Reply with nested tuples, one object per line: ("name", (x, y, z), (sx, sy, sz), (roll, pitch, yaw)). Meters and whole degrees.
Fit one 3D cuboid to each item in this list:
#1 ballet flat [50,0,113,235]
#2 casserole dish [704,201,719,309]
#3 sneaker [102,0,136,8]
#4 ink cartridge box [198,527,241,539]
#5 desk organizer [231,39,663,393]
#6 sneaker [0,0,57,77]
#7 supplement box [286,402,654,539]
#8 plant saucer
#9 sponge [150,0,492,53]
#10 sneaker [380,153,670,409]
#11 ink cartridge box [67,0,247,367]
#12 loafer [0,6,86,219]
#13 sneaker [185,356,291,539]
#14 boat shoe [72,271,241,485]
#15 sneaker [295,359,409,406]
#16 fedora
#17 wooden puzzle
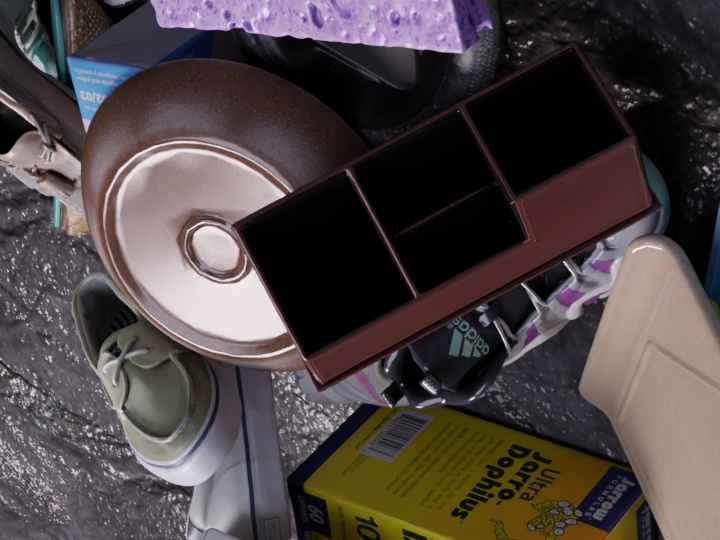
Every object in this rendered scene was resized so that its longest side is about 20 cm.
("ballet flat", (-0.161, -0.103, 1.262), (0.065, 0.071, 0.200), (-1, 139, -9))
("casserole dish", (0.218, 0.029, 1.012), (0.121, 0.039, 0.200), (-118, 23, -46))
("sneaker", (-0.195, -0.235, 1.169), (0.075, 0.087, 0.200), (-15, 111, 43))
("ink cartridge box", (-0.031, 0.246, 1.217), (0.144, 0.084, 0.200), (23, 161, 17))
("desk organizer", (0.043, -0.027, 1.006), (0.072, 0.200, 0.077), (62, -178, 29))
("sneaker", (-0.223, -0.154, 1.270), (0.088, 0.075, 0.200), (38, 155, -10))
("supplement box", (0.069, 0.167, 1.224), (0.200, 0.110, 0.109), (16, 130, 31))
("plant saucer", (-0.073, -0.019, 1.103), (0.200, 0.037, 0.201), (13, 126, 18))
("sponge", (-0.035, -0.167, 0.978), (0.200, 0.030, 0.112), (10, 129, 37))
("sneaker", (0.078, 0.020, 1.081), (0.078, 0.140, 0.200), (45, 137, 5))
("ink cartridge box", (-0.093, -0.058, 1.190), (0.068, 0.115, 0.200), (12, 127, 34))
("loafer", (-0.213, -0.094, 1.194), (0.072, 0.063, 0.200), (-19, 119, 41))
("sneaker", (-0.090, 0.081, 1.247), (0.071, 0.200, 0.073), (-7, 141, -6))
("boat shoe", (-0.131, 0.063, 1.203), (0.062, 0.072, 0.200), (40, -178, -31))
("sneaker", (0.000, 0.000, 1.190), (0.088, 0.081, 0.200), (11, 134, 34))
("fedora", (0.014, -0.160, 1.040), (0.200, 0.092, 0.201), (25, 137, 25))
("wooden puzzle", (0.187, 0.101, 1.056), (0.185, 0.037, 0.200), (97, 149, -59))
